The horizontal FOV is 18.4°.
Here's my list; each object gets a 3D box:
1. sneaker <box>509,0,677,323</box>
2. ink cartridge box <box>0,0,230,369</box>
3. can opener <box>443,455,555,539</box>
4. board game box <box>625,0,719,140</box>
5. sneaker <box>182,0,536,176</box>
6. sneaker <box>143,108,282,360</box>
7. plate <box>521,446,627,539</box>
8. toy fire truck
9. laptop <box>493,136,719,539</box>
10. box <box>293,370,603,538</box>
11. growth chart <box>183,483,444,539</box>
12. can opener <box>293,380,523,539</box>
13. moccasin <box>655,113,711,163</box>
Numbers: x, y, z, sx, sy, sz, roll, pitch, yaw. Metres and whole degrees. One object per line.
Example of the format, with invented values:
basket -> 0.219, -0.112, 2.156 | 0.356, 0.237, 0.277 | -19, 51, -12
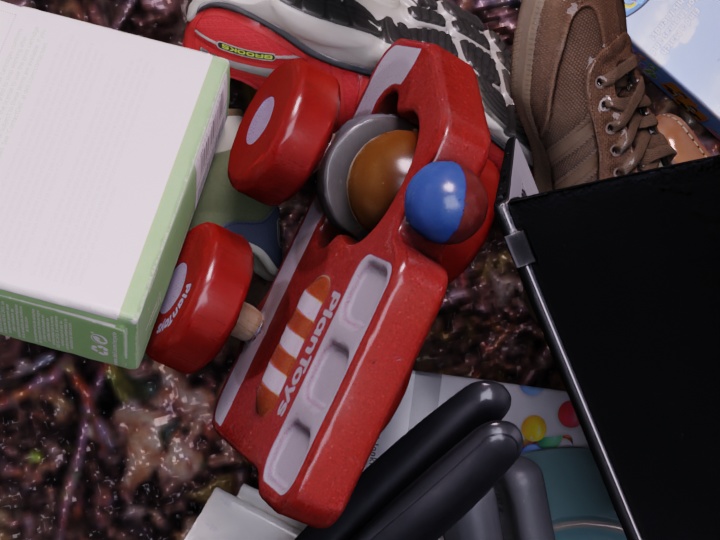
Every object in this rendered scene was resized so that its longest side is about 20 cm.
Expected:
sneaker -> 0.119, -0.055, 1.030 | 0.070, 0.075, 0.201 | -37, 134, -40
ink cartridge box -> -0.170, -0.052, 0.973 | 0.199, 0.048, 0.146 | 15, 58, 4
can opener -> 0.083, 0.186, 0.996 | 0.053, 0.067, 0.201 | -17, 102, -26
board game box -> 0.173, -0.169, 1.104 | 0.200, 0.037, 0.152 | 39, 82, -9
sneaker -> 0.005, -0.089, 1.059 | 0.199, 0.077, 0.085 | 25, 126, -24
sneaker -> -0.125, 0.003, 1.026 | 0.199, 0.067, 0.090 | -25, 89, -13
plate -> 0.102, 0.184, 1.050 | 0.199, 0.026, 0.202 | 0, 91, -10
toy fire truck -> 0.000, 0.000, 0.947 | 0.112, 0.168, 0.201 | 27, 90, -21
laptop -> 0.142, 0.031, 0.933 | 0.115, 0.200, 0.188 | -20, 103, 11
box -> 0.062, 0.132, 1.076 | 0.199, 0.041, 0.157 | 9, 88, -12
growth chart -> -0.044, 0.181, 1.029 | 0.144, 0.018, 0.201 | 36, 92, 7
can opener -> -0.001, 0.123, 0.976 | 0.078, 0.064, 0.200 | 25, 112, -35
moccasin -> 0.209, -0.004, 1.089 | 0.201, 0.074, 0.078 | 44, 79, -8
